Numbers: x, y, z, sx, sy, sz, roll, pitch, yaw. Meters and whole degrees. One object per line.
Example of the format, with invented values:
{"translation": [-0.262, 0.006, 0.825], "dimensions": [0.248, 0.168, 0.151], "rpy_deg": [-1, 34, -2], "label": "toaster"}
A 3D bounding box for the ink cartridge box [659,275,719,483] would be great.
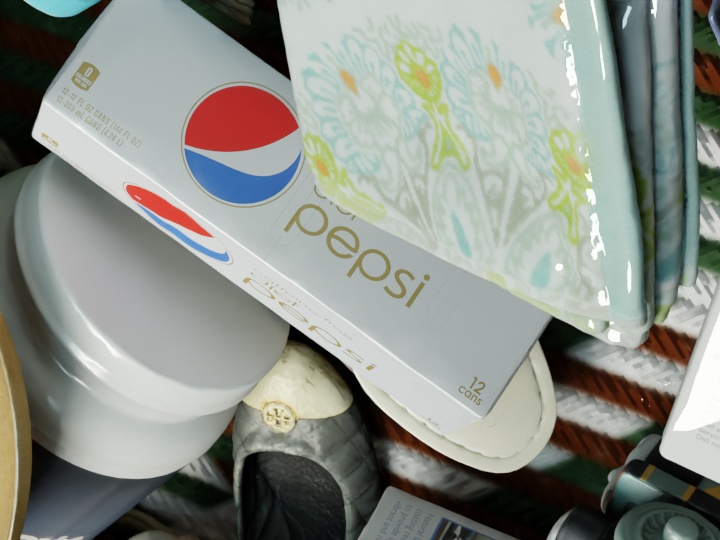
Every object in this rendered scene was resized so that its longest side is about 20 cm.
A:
{"translation": [0.208, -0.002, 0.897], "dimensions": [0.145, 0.088, 0.201], "rpy_deg": [25, 126, 15], "label": "ink cartridge box"}

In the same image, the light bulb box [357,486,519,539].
{"translation": [0.062, 0.226, 1.047], "dimensions": [0.199, 0.125, 0.199], "rpy_deg": [22, 131, 10], "label": "light bulb box"}

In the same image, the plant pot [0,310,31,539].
{"translation": [-0.194, 0.058, 1.016], "dimensions": [0.199, 0.027, 0.201], "rpy_deg": [7, 101, 39], "label": "plant pot"}

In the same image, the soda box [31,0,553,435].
{"translation": [-0.024, -0.023, 0.959], "dimensions": [0.200, 0.064, 0.068], "rpy_deg": [35, 167, -4], "label": "soda box"}

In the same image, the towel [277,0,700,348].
{"translation": [0.033, -0.086, 0.822], "dimensions": [0.171, 0.048, 0.201], "rpy_deg": [29, 137, 41], "label": "towel"}

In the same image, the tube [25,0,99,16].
{"translation": [-0.051, -0.154, 0.903], "dimensions": [0.200, 0.051, 0.077], "rpy_deg": [-27, 125, 38], "label": "tube"}

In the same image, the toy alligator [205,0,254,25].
{"translation": [-0.110, -0.170, 1.006], "dimensions": [0.200, 0.059, 0.054], "rpy_deg": [33, 86, 9], "label": "toy alligator"}

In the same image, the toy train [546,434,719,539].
{"translation": [0.170, 0.133, 0.971], "dimensions": [0.199, 0.114, 0.085], "rpy_deg": [26, 127, 16], "label": "toy train"}

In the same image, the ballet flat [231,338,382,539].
{"translation": [-0.028, 0.122, 1.109], "dimensions": [0.066, 0.057, 0.201], "rpy_deg": [13, 120, 23], "label": "ballet flat"}

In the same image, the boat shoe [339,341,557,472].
{"translation": [0.000, 0.000, 1.027], "dimensions": [0.200, 0.060, 0.072], "rpy_deg": [45, 83, -3], "label": "boat shoe"}

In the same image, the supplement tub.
{"translation": [-0.137, 0.044, 1.075], "dimensions": [0.140, 0.140, 0.200], "rpy_deg": [49, 127, -2], "label": "supplement tub"}

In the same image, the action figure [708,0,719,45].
{"translation": [0.176, -0.122, 0.812], "dimensions": [0.193, 0.200, 0.105], "rpy_deg": [15, 151, 25], "label": "action figure"}

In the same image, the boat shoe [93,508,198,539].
{"translation": [-0.089, 0.145, 1.100], "dimensions": [0.200, 0.073, 0.070], "rpy_deg": [-165, 64, -66], "label": "boat shoe"}
